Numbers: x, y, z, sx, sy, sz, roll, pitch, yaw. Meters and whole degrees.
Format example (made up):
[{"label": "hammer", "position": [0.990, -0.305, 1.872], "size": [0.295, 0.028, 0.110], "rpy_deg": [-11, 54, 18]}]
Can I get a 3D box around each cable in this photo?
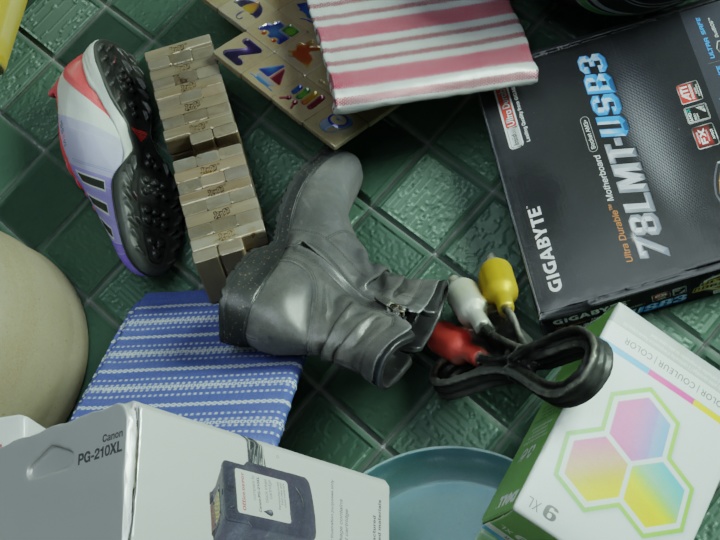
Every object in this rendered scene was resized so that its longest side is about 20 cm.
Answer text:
[{"label": "cable", "position": [0.084, 0.048, 0.837], "size": [0.050, 0.200, 0.097], "rpy_deg": [40, 91, -15]}]

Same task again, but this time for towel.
[{"label": "towel", "position": [0.036, -0.183, 0.977], "size": [0.145, 0.030, 0.201], "rpy_deg": [-9, 47, -4]}, {"label": "towel", "position": [-0.104, 0.065, 0.886], "size": [0.143, 0.024, 0.200], "rpy_deg": [-5, 27, 11]}]

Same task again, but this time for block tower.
[{"label": "block tower", "position": [-0.108, -0.077, 0.979], "size": [0.053, 0.058, 0.201], "rpy_deg": [-16, 57, -3]}]

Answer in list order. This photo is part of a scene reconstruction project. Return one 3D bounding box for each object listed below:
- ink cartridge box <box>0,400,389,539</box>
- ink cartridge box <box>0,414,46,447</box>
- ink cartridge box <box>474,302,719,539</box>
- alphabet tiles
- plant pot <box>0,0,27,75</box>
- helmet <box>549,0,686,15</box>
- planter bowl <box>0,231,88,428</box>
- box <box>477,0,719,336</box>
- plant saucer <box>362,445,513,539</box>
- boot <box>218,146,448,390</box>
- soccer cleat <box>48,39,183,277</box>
[{"label": "ink cartridge box", "position": [-0.100, 0.152, 0.783], "size": [0.144, 0.199, 0.085], "rpy_deg": [-21, 57, 38]}, {"label": "ink cartridge box", "position": [-0.247, 0.214, 0.849], "size": [0.145, 0.146, 0.202], "rpy_deg": [-9, 64, 11]}, {"label": "ink cartridge box", "position": [0.141, 0.132, 0.793], "size": [0.103, 0.059, 0.201], "rpy_deg": [33, 67, -2]}, {"label": "alphabet tiles", "position": [-0.028, -0.185, 1.016], "size": [0.167, 0.008, 0.200], "rpy_deg": [-37, 60, -26]}, {"label": "plant pot", "position": [-0.335, -0.258, 1.072], "size": [0.199, 0.201, 0.191], "rpy_deg": [2, 83, 16]}, {"label": "helmet", "position": [0.180, -0.268, 0.929], "size": [0.199, 0.190, 0.202], "rpy_deg": [-9, 77, 43]}, {"label": "planter bowl", "position": [-0.310, 0.044, 0.950], "size": [0.198, 0.135, 0.202], "rpy_deg": [-6, 64, 13]}, {"label": "box", "position": [0.193, -0.073, 0.917], "size": [0.196, 0.050, 0.202], "rpy_deg": [-15, 63, 7]}, {"label": "plant saucer", "position": [0.053, 0.209, 0.838], "size": [0.198, 0.027, 0.202], "rpy_deg": [-5, 66, 12]}, {"label": "boot", "position": [0.000, 0.000, 0.903], "size": [0.130, 0.070, 0.201], "rpy_deg": [14, 45, 14]}, {"label": "soccer cleat", "position": [-0.186, -0.075, 1.018], "size": [0.073, 0.068, 0.202], "rpy_deg": [-31, 64, 27]}]
